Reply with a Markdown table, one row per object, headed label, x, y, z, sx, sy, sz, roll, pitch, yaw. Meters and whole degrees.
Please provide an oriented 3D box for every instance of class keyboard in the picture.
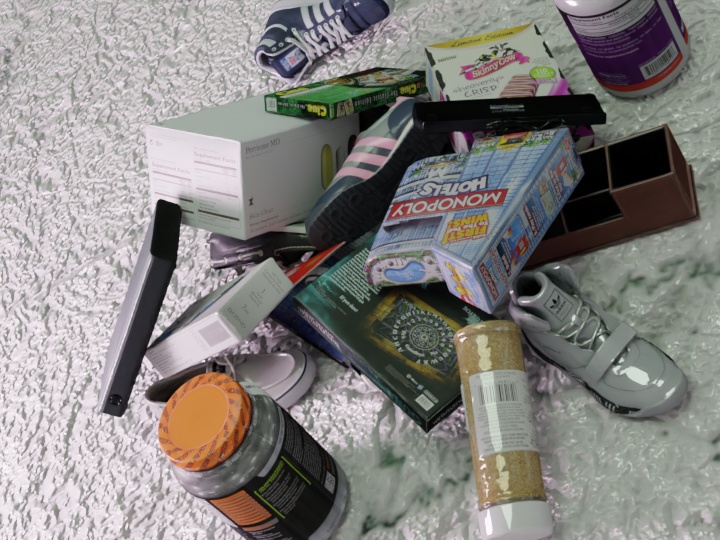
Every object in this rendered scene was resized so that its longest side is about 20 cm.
| label | x | y | z | sx | sy | sz | roll | pitch | yaw |
| --- | --- | --- | --- | --- | --- | --- | --- | --- | --- |
| keyboard | 0.153 | -0.149 | 1.584 | 0.197 | 0.040 | 0.104 | -3 | 23 | 2 |

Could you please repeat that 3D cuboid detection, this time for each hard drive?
| label | x | y | z | sx | sy | sz | roll | pitch | yaw |
| --- | --- | --- | --- | --- | --- | --- | --- | --- | --- |
| hard drive | -0.240 | 0.039 | 1.670 | 0.140 | 0.033 | 0.202 | -97 | 27 | -62 |

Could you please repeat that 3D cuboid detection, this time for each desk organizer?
| label | x | y | z | sx | sy | sz | roll | pitch | yaw |
| --- | --- | --- | --- | --- | --- | --- | --- | --- | --- |
| desk organizer | 0.236 | -0.073 | 1.557 | 0.198 | 0.077 | 0.072 | -17 | 49 | 22 |

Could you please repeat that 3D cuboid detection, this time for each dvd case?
| label | x | y | z | sx | sy | sz | roll | pitch | yaw |
| --- | --- | --- | --- | --- | --- | --- | --- | --- | --- |
| dvd case | 0.000 | 0.000 | 1.702 | 0.142 | 0.018 | 0.201 | 29 | 77 | 44 |

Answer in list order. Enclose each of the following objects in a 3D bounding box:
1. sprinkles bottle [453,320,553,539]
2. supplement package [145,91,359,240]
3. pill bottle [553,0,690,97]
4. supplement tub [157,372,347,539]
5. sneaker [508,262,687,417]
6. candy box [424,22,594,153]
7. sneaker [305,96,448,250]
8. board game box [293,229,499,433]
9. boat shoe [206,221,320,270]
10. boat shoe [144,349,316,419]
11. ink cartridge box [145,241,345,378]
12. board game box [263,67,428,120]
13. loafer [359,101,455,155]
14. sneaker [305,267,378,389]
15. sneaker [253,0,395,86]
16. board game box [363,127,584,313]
| label | x | y | z | sx | sy | sz | roll | pitch | yaw |
| --- | --- | --- | --- | --- | --- | --- | --- | --- | --- |
| sprinkles bottle | 0.132 | 0.151 | 1.425 | 0.068 | 0.068 | 0.202 | -16 | 69 | 23 |
| supplement package | -0.118 | -0.124 | 1.737 | 0.155 | 0.112 | 0.199 | 13 | 25 | 39 |
| pill bottle | 0.267 | -0.282 | 1.607 | 0.111 | 0.200 | 0.113 | -17 | 49 | 21 |
| supplement tub | -0.106 | 0.190 | 1.501 | 0.121 | 0.200 | 0.124 | -17 | 49 | 21 |
| sneaker | 0.213 | 0.063 | 1.444 | 0.075 | 0.115 | 0.199 | -50 | 46 | -9 |
| candy box | 0.159 | -0.178 | 1.666 | 0.135 | 0.061 | 0.201 | -13 | 46 | -8 |
| sneaker | 0.008 | -0.108 | 1.671 | 0.200 | 0.070 | 0.082 | -43 | 40 | -3 |
| board game box | 0.046 | 0.054 | 1.530 | 0.135 | 0.028 | 0.200 | -37 | 61 | -22 |
| boat shoe | -0.098 | -0.026 | 1.750 | 0.199 | 0.075 | 0.061 | 3 | 92 | 46 |
| boat shoe | -0.146 | 0.123 | 1.672 | 0.198 | 0.066 | 0.073 | -15 | 50 | 25 |
| ink cartridge box | -0.128 | 0.029 | 1.647 | 0.176 | 0.045 | 0.199 | -46 | 11 | -33 |
| board game box | -0.006 | -0.205 | 1.751 | 0.104 | 0.024 | 0.199 | 15 | 25 | 39 |
| loafer | 0.049 | -0.166 | 1.758 | 0.200 | 0.068 | 0.071 | 22 | 78 | 45 |
| sneaker | 0.006 | 0.067 | 1.590 | 0.199 | 0.079 | 0.080 | 28 | 73 | 31 |
| sneaker | -0.050 | -0.296 | 1.919 | 0.198 | 0.070 | 0.109 | -4 | 51 | 40 |
| board game box | 0.099 | -0.045 | 1.494 | 0.198 | 0.062 | 0.201 | -6 | 39 | 29 |
